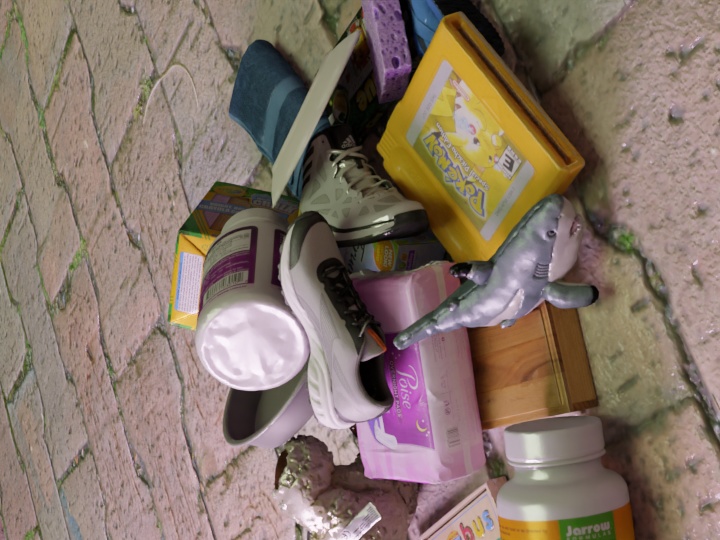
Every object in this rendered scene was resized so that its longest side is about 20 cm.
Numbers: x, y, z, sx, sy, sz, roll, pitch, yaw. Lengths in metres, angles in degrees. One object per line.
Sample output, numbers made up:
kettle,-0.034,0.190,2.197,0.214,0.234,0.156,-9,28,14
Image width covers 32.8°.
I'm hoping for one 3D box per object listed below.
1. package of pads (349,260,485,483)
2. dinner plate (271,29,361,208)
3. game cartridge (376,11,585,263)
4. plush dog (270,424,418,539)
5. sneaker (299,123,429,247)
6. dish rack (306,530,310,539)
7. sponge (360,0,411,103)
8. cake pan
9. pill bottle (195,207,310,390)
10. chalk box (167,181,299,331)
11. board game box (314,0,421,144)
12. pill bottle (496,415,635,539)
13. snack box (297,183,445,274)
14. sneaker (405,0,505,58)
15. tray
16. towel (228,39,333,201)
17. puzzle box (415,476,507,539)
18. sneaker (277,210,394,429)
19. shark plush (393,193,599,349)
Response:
package of pads,0.047,0.095,1.153,0.120,0.075,0.202,-6,94,49
dinner plate,-0.053,-0.157,1.247,0.200,0.024,0.202,-90,26,-78
game cartridge,0.097,-0.100,1.094,0.177,0.032,0.200,53,146,16
plush dog,0.008,0.246,1.261,0.159,0.172,0.202,7,116,20
sneaker,-0.008,-0.084,1.174,0.200,0.075,0.117,2,100,59
dish rack,-0.001,0.385,1.405,0.199,0.054,0.155,24,117,54
sponge,0.015,-0.274,1.177,0.112,0.030,0.202,99,160,-83
cake pan,-0.072,0.097,1.255,0.200,0.037,0.201,-47,23,27
pill bottle,-0.105,0.020,1.225,0.201,0.111,0.113,-94,15,-59
chalk box,-0.136,-0.021,1.440,0.200,0.123,0.126,-69,-11,-64
board game box,0.011,-0.218,1.289,0.200,0.023,0.106,-48,57,53
pill bottle,0.172,0.227,1.015,0.111,0.110,0.202,-9,89,60
snack box,0.000,0.000,1.307,0.200,0.067,0.170,41,129,47
sneaker,0.064,-0.243,1.148,0.079,0.065,0.201,-57,49,46
tray,0.133,0.093,1.131,0.200,0.037,0.100,-26,74,58
towel,-0.094,-0.181,1.449,0.200,0.048,0.112,54,138,41
puzzle box,0.113,0.305,1.218,0.200,0.025,0.134,-54,50,50
sneaker,-0.016,0.042,1.111,0.079,0.074,0.202,-11,96,37
shark plush,0.107,0.001,1.042,0.199,0.083,0.092,-24,55,32
